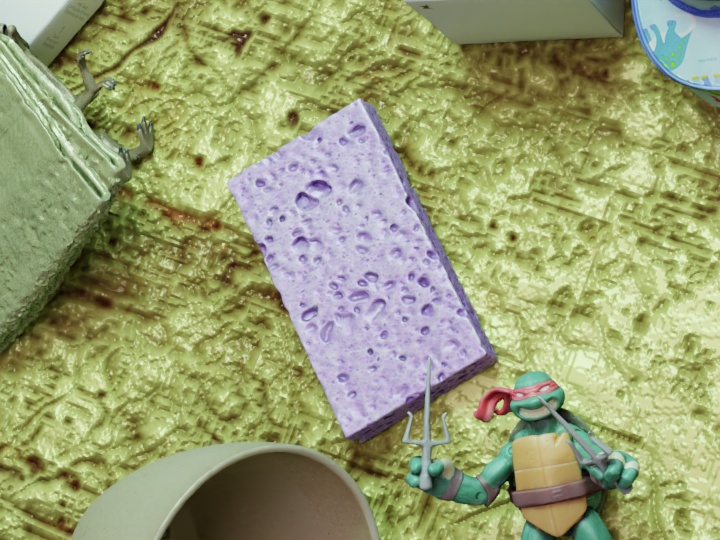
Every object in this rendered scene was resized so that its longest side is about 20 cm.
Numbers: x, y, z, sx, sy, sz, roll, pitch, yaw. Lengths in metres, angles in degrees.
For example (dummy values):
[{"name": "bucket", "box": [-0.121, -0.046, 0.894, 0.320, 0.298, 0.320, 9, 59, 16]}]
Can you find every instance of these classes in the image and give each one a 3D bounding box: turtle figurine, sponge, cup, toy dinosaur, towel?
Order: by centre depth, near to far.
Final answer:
[{"name": "turtle figurine", "box": [0.118, 0.137, 1.622, 0.149, 0.101, 0.201, -14, 91, 33]}, {"name": "cup", "box": [-0.107, 0.198, 1.662, 0.143, 0.200, 0.201, 10, 84, 47]}, {"name": "sponge", "box": [0.000, 0.000, 1.726, 0.111, 0.030, 0.200, -30, 71, 14]}, {"name": "towel", "box": [-0.245, -0.048, 1.785, 0.148, 0.036, 0.200, 51, 126, 17]}, {"name": "toy dinosaur", "box": [-0.198, -0.079, 1.808, 0.101, 0.058, 0.201, -8, 97, 25]}]

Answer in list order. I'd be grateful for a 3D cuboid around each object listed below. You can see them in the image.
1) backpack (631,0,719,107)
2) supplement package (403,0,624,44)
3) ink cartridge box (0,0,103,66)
[{"name": "backpack", "box": [0.247, -0.205, 1.607, 0.182, 0.147, 0.201, -7, 81, 22]}, {"name": "supplement package", "box": [0.102, -0.257, 1.683, 0.121, 0.120, 0.201, -1, 80, 19]}, {"name": "ink cartridge box", "box": [-0.251, -0.258, 1.858, 0.176, 0.045, 0.200, -47, 69, 8]}]
